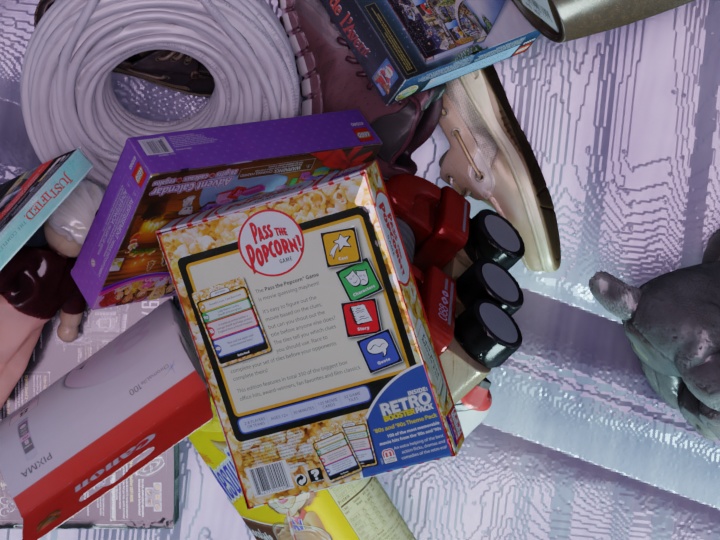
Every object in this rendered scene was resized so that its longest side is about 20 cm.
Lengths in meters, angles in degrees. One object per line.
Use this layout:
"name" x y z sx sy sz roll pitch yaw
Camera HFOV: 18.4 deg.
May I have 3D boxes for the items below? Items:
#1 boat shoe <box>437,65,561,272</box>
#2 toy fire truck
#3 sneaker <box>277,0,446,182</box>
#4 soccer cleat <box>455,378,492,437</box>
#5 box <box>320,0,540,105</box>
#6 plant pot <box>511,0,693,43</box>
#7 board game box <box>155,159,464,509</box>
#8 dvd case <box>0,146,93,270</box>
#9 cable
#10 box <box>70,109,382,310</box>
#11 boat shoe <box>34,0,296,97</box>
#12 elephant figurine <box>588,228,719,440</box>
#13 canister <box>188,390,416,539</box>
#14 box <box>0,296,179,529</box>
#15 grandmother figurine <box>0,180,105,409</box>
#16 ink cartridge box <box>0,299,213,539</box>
"boat shoe" 0.091 -0.085 1.665 0.065 0.072 0.200 -24 92 13
"toy fire truck" 0.000 0.000 1.574 0.200 0.176 0.129 36 120 -18
"sneaker" 0.010 -0.158 1.637 0.115 0.076 0.200 -1 103 35
"soccer cleat" 0.004 0.073 1.662 0.200 0.069 0.085 26 111 -14
"box" 0.026 -0.229 1.617 0.136 0.038 0.200 -23 76 -32
"plant pot" 0.196 -0.255 1.581 0.200 0.187 0.187 -36 92 -8
"board game box" -0.032 0.044 1.482 0.151 0.046 0.200 -15 99 13
"dvd case" -0.276 -0.015 1.582 0.022 0.200 0.146 47 62 -16
"cable" -0.145 -0.131 1.601 0.200 0.069 0.200 38 111 -23
"box" -0.094 -0.044 1.577 0.200 0.137 0.039 -10 54 -37
"boat shoe" -0.147 -0.170 1.657 0.200 0.073 0.075 5 92 0
"elephant figurine" 0.302 0.022 1.651 0.200 0.155 0.141 -41 48 -9
"canister" -0.049 0.150 1.620 0.087 0.148 0.200 -37 103 -21
"box" -0.218 0.094 1.683 0.160 0.044 0.200 -1 92 0
"grandmother figurine" -0.243 0.021 1.601 0.061 0.121 0.200 40 102 23
"ink cartridge box" -0.183 0.104 1.561 0.162 0.200 0.057 -35 100 2
